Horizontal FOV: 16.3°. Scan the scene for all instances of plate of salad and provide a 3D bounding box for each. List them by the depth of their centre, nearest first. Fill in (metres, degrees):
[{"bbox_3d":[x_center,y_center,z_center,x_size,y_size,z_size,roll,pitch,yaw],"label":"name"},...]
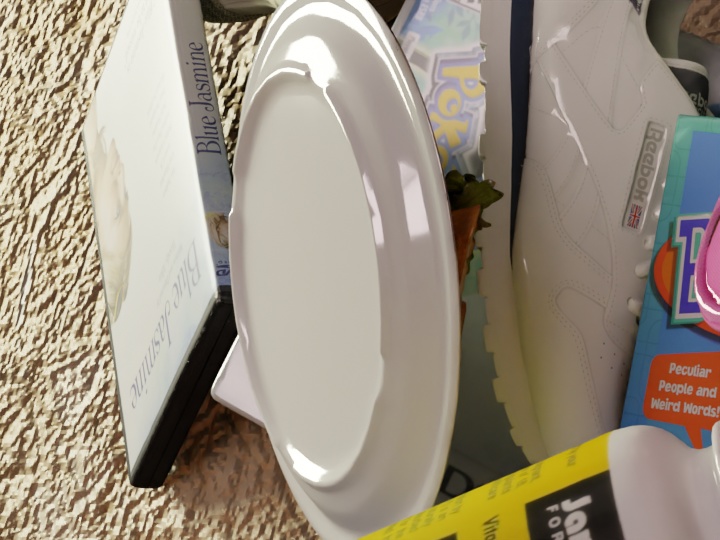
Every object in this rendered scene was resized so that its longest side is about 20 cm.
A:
[{"bbox_3d":[0.000,0.000,0.867,0.200,0.048,0.202,174,90,-68],"label":"plate of salad"}]

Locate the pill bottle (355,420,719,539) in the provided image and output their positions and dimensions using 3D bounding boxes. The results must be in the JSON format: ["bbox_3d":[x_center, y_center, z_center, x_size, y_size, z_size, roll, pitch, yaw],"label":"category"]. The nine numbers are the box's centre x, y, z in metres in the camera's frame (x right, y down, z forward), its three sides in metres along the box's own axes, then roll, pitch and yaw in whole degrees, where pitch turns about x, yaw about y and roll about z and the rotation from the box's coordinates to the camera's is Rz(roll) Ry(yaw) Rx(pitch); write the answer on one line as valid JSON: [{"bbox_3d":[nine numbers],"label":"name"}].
[{"bbox_3d":[0.057,0.113,0.714,0.199,0.114,0.115,-25,50,13],"label":"pill bottle"}]

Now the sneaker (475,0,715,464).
[{"bbox_3d":[0.086,-0.020,0.863,0.080,0.076,0.202,-6,75,17],"label":"sneaker"}]

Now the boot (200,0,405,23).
[{"bbox_3d":[0.015,-0.180,1.071,0.200,0.072,0.154,-49,21,-14],"label":"boot"}]

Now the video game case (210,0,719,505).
[{"bbox_3d":[0.058,-0.005,0.925,0.182,0.022,0.201,26,89,31],"label":"video game case"}]

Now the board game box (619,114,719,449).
[{"bbox_3d":[0.149,0.057,0.787,0.152,0.045,0.202,8,87,49],"label":"board game box"}]

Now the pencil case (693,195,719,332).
[{"bbox_3d":[0.194,0.015,0.679,0.091,0.199,0.094,-39,27,54],"label":"pencil case"}]

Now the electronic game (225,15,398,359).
[{"bbox_3d":[0.019,-0.024,1.005,0.199,0.042,0.202,-17,61,33],"label":"electronic game"}]

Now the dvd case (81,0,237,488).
[{"bbox_3d":[-0.087,-0.027,1.088,0.143,0.017,0.201,119,147,-48],"label":"dvd case"}]
